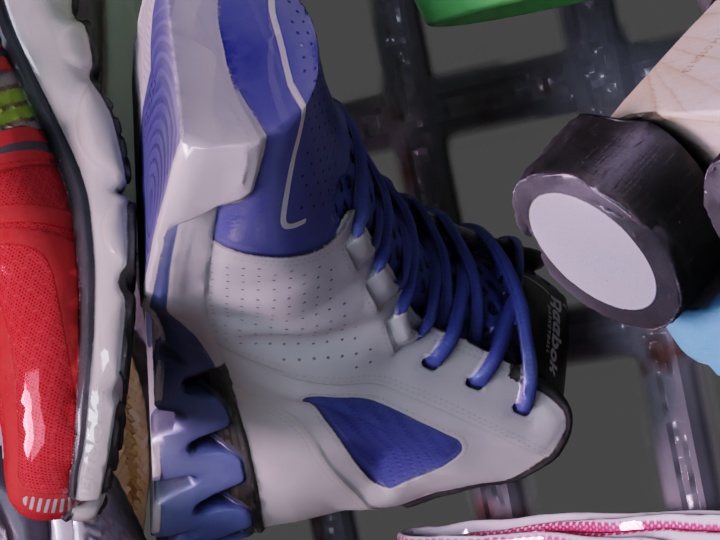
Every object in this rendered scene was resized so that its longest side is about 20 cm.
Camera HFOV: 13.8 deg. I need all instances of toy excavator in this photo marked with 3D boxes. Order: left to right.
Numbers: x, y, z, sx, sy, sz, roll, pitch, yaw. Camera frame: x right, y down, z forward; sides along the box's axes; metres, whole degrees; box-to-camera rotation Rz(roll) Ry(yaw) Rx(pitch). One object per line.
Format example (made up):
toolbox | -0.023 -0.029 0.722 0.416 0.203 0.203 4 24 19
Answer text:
toy excavator | 0.161 0.018 0.654 0.194 0.100 0.200 -1 132 56

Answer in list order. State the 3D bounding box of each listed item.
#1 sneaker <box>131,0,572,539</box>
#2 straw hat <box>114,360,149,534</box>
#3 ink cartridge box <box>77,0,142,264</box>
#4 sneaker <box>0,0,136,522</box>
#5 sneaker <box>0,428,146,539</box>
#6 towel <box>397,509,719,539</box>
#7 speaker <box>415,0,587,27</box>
sneaker | 0.000 0.001 0.760 0.200 0.114 0.081 93 172 -53
straw hat | -0.166 0.046 0.876 0.200 0.085 0.202 -6 70 17
ink cartridge box | -0.118 -0.092 0.865 0.199 0.087 0.146 13 108 39
sneaker | -0.105 -0.028 0.738 0.077 0.084 0.201 114 144 -67
sneaker | -0.148 0.037 0.793 0.113 0.075 0.201 -34 88 4
towel | 0.080 0.164 0.788 0.146 0.030 0.202 -6 95 41
speaker | 0.031 -0.166 0.729 0.088 0.088 0.201 -11 92 40
